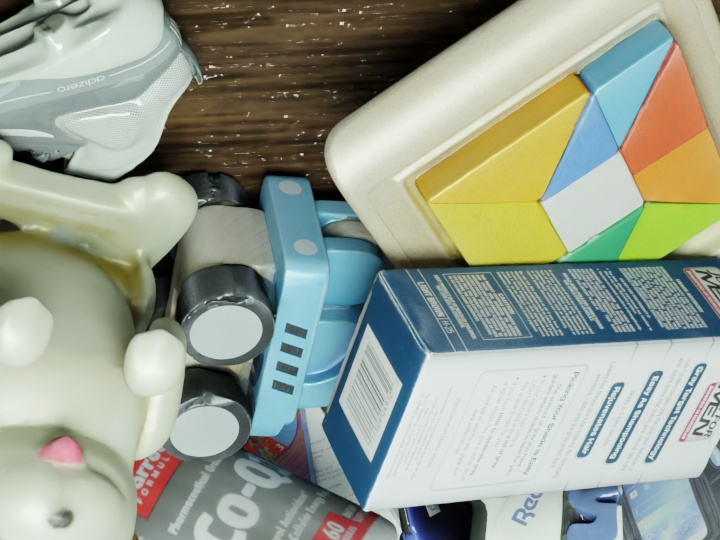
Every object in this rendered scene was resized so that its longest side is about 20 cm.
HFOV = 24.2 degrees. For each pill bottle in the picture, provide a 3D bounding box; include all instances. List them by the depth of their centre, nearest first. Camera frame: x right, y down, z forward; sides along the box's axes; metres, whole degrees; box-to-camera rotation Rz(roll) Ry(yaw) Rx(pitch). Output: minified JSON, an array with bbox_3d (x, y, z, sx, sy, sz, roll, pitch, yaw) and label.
[{"bbox_3d":[-0.091,0.143,0.885,0.199,0.114,0.114,25,140,9],"label":"pill bottle"}]

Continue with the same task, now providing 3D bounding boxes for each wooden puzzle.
[{"bbox_3d":[0.101,-0.040,0.786,0.184,0.037,0.200,-33,134,4],"label":"wooden puzzle"}]

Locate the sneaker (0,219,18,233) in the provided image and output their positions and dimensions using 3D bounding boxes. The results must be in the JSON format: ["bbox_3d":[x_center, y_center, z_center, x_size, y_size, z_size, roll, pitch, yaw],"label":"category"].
[{"bbox_3d":[-0.237,0.046,0.907,0.199,0.077,0.111,-27,124,18],"label":"sneaker"}]

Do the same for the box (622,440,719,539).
[{"bbox_3d":[0.179,0.152,0.944,0.119,0.201,0.041,-31,131,30],"label":"box"}]

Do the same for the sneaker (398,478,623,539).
[{"bbox_3d":[0.075,0.107,0.905,0.114,0.200,0.081,4,111,0],"label":"sneaker"}]

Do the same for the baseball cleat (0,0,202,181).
[{"bbox_3d":[-0.169,-0.068,0.780,0.199,0.070,0.107,-16,136,19],"label":"baseball cleat"}]

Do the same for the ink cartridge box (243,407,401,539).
[{"bbox_3d":[-0.091,0.121,1.024,0.199,0.045,0.177,-20,118,21],"label":"ink cartridge box"}]

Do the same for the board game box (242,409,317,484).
[{"bbox_3d":[-0.109,0.105,0.963,0.157,0.039,0.201,-1,124,9],"label":"board game box"}]

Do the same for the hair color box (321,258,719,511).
[{"bbox_3d":[0.091,0.052,0.803,0.199,0.061,0.100,-1,131,-28],"label":"hair color box"}]

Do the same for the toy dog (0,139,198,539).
[{"bbox_3d":[-0.157,0.064,0.745,0.139,0.201,0.194,22,131,-35],"label":"toy dog"}]

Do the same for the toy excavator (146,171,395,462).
[{"bbox_3d":[0.000,0.000,0.853,0.198,0.100,0.195,3,128,-17],"label":"toy excavator"}]
